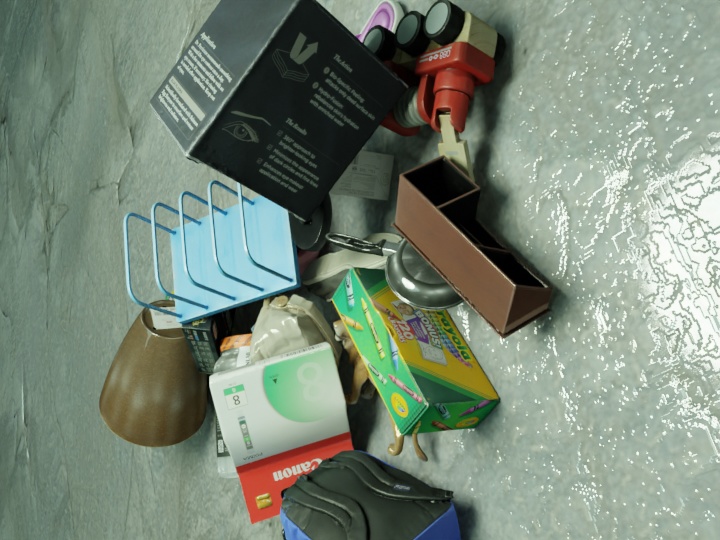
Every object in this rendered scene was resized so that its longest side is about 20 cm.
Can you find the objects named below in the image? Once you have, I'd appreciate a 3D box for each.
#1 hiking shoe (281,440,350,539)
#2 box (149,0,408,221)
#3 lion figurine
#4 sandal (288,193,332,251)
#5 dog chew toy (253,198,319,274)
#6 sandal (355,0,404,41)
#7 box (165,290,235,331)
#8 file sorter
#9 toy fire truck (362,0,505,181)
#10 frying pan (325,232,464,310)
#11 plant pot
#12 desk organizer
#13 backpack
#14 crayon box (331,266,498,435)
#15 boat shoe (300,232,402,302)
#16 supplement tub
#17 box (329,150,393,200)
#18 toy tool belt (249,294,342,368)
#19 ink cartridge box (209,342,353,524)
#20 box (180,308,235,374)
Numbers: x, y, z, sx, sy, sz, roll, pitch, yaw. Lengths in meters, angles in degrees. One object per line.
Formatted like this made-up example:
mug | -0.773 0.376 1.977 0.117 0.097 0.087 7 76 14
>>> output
hiking shoe | -0.068 0.290 1.049 0.075 0.099 0.204 20 110 48
box | -0.086 -0.193 0.859 0.201 0.196 0.118 -50 52 10
lion figurine | 0.035 0.134 0.980 0.199 0.072 0.125 36 116 40
sandal | -0.080 -0.121 0.986 0.076 0.042 0.204 -22 71 48
dog chew toy | -0.140 -0.055 1.178 0.199 0.122 0.127 12 96 59
sandal | -0.010 -0.287 1.087 0.204 0.049 0.083 -59 46 29
box | -0.299 0.079 1.414 0.199 0.048 0.120 -30 64 47
file sorter | -0.198 -0.031 1.033 0.197 0.122 0.142 -17 70 21
toy fire truck | 0.082 -0.185 0.928 0.174 0.127 0.204 -1 76 51
frying pan | 0.059 -0.027 0.919 0.189 0.114 0.031 40 154 27
plant pot | -0.335 0.155 1.310 0.188 0.184 0.203 52 136 39
desk organizer | 0.120 -0.031 0.845 0.200 0.071 0.078 48 151 34
backpack | 0.000 0.325 0.927 0.198 0.161 0.171 21 125 46
crayon box | 0.061 0.090 0.909 0.059 0.117 0.202 -54 49 32
boat shoe | 0.000 0.000 1.054 0.198 0.057 0.068 -15 39 46
supplement tub | -0.158 0.201 1.166 0.122 0.121 0.204 -17 74 48
box | -0.060 -0.142 1.086 0.198 0.115 0.061 16 101 49
toy tool belt | -0.085 0.118 1.088 0.124 0.123 0.202 -109 -4 -56
ink cartridge box | -0.090 0.209 0.988 0.050 0.158 0.204 -167 62 -81
box | -0.230 0.054 1.219 0.201 0.045 0.162 97 179 -63
